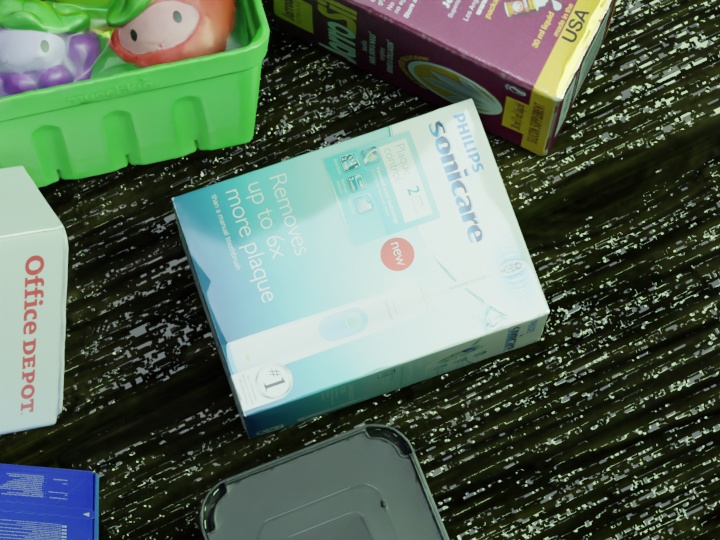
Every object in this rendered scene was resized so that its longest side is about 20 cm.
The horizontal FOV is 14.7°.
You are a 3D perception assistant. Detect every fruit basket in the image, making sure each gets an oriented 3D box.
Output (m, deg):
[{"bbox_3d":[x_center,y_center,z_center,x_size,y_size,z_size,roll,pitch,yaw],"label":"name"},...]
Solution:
[{"bbox_3d":[-0.164,-0.171,1.703,0.215,0.216,0.156,-12,42,-3],"label":"fruit basket"}]

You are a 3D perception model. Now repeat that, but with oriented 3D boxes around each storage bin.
[{"bbox_3d":[-0.004,0.208,1.681,0.135,0.094,0.201,-21,79,-4],"label":"storage bin"}]

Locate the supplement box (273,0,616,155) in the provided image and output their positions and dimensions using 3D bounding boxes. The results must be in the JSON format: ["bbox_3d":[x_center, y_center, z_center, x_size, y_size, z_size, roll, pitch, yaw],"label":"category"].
[{"bbox_3d":[0.053,-0.171,1.746,0.199,0.131,0.103,26,79,7],"label":"supplement box"}]

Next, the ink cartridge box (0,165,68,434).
[{"bbox_3d":[-0.282,0.029,1.659,0.199,0.146,0.084,-9,35,-23],"label":"ink cartridge box"}]

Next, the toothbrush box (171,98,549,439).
[{"bbox_3d":[0.000,0.000,1.731,0.199,0.085,0.147,-17,78,-5],"label":"toothbrush box"}]

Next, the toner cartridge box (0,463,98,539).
[{"bbox_3d":[-0.258,0.155,1.676,0.199,0.095,0.043,6,121,-8],"label":"toner cartridge box"}]
